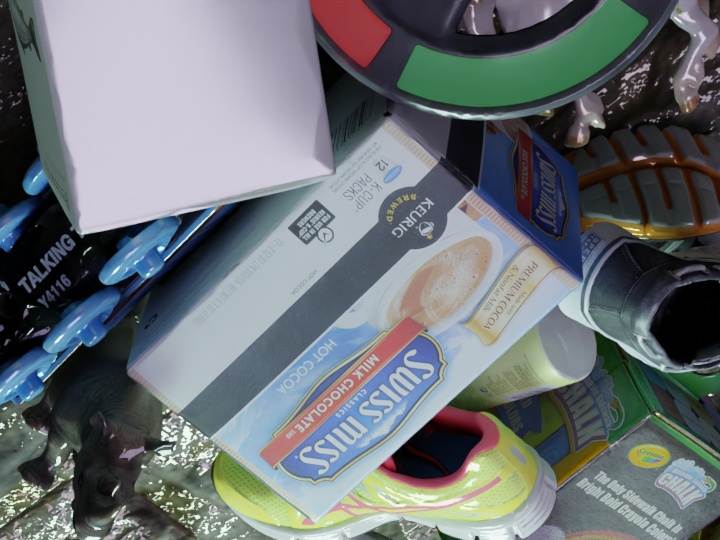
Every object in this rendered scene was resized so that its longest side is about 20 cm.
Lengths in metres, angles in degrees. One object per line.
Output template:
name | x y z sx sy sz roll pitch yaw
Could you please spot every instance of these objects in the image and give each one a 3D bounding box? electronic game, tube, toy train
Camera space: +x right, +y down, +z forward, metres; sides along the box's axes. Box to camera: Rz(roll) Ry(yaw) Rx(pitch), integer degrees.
electronic game | 0.056 -0.168 1.038 0.199 0.042 0.201 0 98 3
tube | 0.042 0.061 1.294 0.200 0.052 0.058 -23 104 42
toy train | -0.138 -0.009 1.134 0.200 0.087 0.114 -44 173 33

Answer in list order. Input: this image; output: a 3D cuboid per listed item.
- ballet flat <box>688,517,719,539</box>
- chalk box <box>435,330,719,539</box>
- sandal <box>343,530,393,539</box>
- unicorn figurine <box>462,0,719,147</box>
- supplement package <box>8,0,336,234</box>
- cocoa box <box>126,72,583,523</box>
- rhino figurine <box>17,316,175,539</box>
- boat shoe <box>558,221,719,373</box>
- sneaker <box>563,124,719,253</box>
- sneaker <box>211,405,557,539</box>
ballet flat | 0.231 0.157 1.411 0.067 0.200 0.067 -28 106 39
chalk box | 0.142 0.096 1.355 0.200 0.124 0.124 -40 134 15
sandal | 0.012 0.188 1.338 0.059 0.206 0.079 -61 154 -7
unicorn figurine | 0.113 -0.131 1.162 0.200 0.074 0.138 -30 129 -15
supplement package | -0.091 -0.134 0.970 0.117 0.117 0.201 -13 109 -12
cocoa box | 0.000 0.000 1.155 0.131 0.133 0.200 40 113 -15
rhino figurine | -0.134 0.082 1.176 0.060 0.200 0.088 29 100 -16
boat shoe | 0.176 0.023 1.198 0.200 0.068 0.072 24 95 -58
sneaker | 0.130 -0.023 1.270 0.199 0.078 0.077 -9 137 -1
sneaker | 0.005 0.101 1.264 0.199 0.078 0.090 -3 147 21
